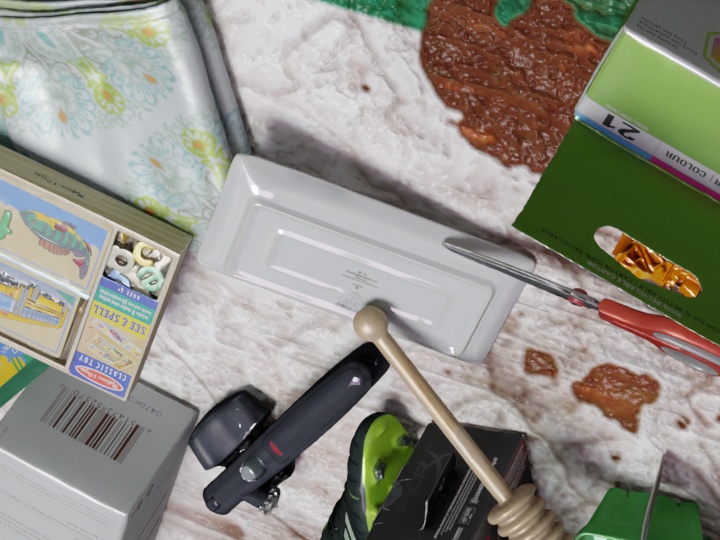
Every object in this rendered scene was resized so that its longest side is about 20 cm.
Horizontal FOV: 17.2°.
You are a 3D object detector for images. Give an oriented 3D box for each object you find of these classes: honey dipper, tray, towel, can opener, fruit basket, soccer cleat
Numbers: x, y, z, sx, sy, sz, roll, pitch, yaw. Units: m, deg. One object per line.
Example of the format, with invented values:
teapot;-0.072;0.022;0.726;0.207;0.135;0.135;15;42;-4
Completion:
honey dipper;0.062;0.103;1.508;0.200;0.038;0.038;53;133;-4
tray;0.000;0.000;1.500;0.199;0.022;0.108;20;136;-5
towel;-0.158;-0.095;1.519;0.171;0.048;0.200;4;129;27
can opener;-0.050;0.109;1.620;0.079;0.063;0.200;44;135;-10
fruit basket;0.175;0.248;1.520;0.093;0.200;0.186;6;131;5
soccer cleat;0.005;0.175;1.649;0.081;0.068;0.200;19;136;31

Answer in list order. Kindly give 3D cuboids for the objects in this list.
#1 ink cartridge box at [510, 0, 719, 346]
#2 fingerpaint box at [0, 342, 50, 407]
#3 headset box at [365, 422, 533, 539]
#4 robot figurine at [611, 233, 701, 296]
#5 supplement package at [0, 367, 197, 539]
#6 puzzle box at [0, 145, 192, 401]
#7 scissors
ink cartridge box;0.186;-0.067;1.242;0.148;0.200;0.076;30;135;2
fingerpaint box;-0.302;0.025;1.681;0.167;0.073;0.200;44;134;-11
headset box;0.064;0.211;1.583;0.075;0.149;0.201;5;129;24
robot figurine;0.250;0.005;1.368;0.200;0.058;0.145;29;138;5
supplement package;-0.211;0.173;1.726;0.117;0.117;0.200;27;135;5
puzzle box;-0.221;-0.009;1.558;0.199;0.025;0.133;25;126;2
scissors;0.144;0.019;1.438;0.199;0.014;0.073;26;172;0
